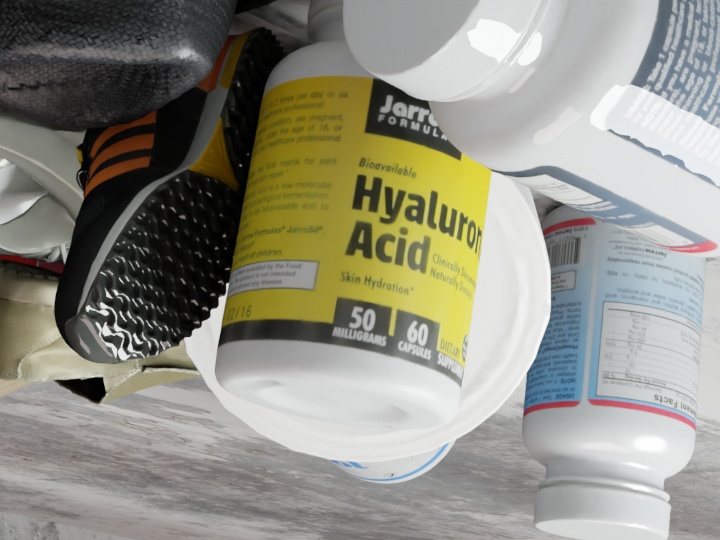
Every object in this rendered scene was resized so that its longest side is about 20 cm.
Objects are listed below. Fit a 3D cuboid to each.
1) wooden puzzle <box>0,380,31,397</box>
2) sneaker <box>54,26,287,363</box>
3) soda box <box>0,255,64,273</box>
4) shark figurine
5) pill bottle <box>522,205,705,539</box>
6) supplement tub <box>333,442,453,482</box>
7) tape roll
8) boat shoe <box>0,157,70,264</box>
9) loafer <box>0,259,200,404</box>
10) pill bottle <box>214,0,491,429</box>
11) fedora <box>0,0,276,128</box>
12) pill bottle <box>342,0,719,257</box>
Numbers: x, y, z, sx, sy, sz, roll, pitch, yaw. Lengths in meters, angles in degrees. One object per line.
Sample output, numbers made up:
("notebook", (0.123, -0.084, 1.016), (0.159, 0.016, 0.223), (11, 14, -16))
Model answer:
("wooden puzzle", (-0.222, 0.016, 1.135), (0.184, 0.037, 0.200), (-25, 156, -3))
("sneaker", (-0.101, -0.034, 0.734), (0.090, 0.201, 0.070), (0, 136, 30))
("soda box", (-0.244, 0.020, 0.973), (0.199, 0.064, 0.070), (-22, 157, -12))
("shark figurine", (-0.164, -0.058, 0.806), (0.214, 0.129, 0.089), (23, 160, -34))
("pill bottle", (0.158, 0.065, 0.988), (0.108, 0.201, 0.109), (7, 164, 2))
("supplement tub", (-0.001, 0.084, 1.216), (0.131, 0.133, 0.200), (2, 162, 18))
("tape roll", (0.000, 0.000, 0.849), (0.201, 0.204, 0.071), (8, -156, -4))
("boat shoe", (-0.163, -0.037, 0.890), (0.199, 0.065, 0.074), (-19, 151, -44))
("loafer", (-0.149, 0.044, 0.931), (0.076, 0.068, 0.200), (20, 180, 41))
("pill bottle", (0.003, -0.036, 0.715), (0.111, 0.201, 0.111), (8, 165, 2))
("fedora", (-0.122, -0.118, 0.687), (0.199, 0.092, 0.201), (7, 164, 2))
("pill bottle", (0.096, -0.089, 0.651), (0.199, 0.120, 0.119), (21, 159, -38))
